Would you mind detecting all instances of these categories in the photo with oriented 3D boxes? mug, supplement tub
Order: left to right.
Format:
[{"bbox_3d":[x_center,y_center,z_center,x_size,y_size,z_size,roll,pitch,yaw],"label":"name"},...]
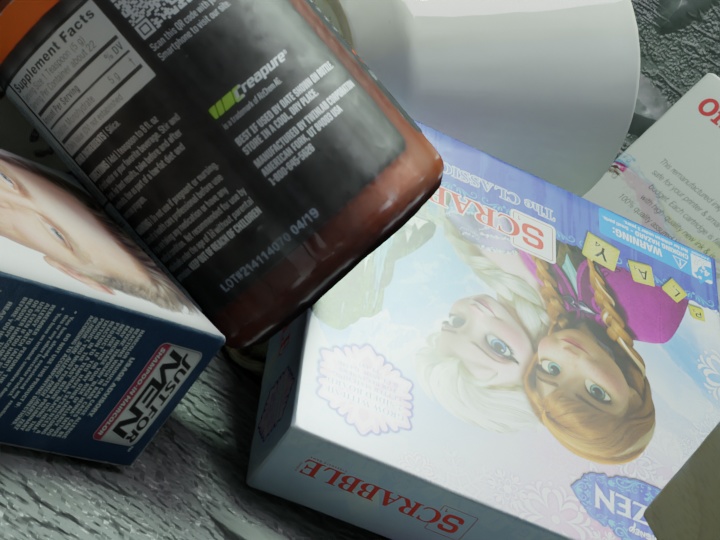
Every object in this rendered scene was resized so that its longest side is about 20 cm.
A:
[{"bbox_3d":[-0.069,-0.077,0.676,0.200,0.107,0.107,50,10,-3],"label":"supplement tub"},{"bbox_3d":[0.018,-0.108,0.921,0.153,0.150,0.187,-5,36,-40],"label":"mug"}]

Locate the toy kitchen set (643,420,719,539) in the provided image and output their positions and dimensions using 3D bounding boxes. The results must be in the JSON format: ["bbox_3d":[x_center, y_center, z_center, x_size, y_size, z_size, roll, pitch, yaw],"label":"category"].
[{"bbox_3d":[0.198,0.145,0.652,0.180,0.200,0.163,34,12,-17],"label":"toy kitchen set"}]

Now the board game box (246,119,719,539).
[{"bbox_3d":[0.060,0.037,0.784,0.200,0.041,0.200,23,42,-16],"label":"board game box"}]

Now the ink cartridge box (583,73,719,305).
[{"bbox_3d":[0.205,0.020,1.135,0.147,0.200,0.146,47,0,42],"label":"ink cartridge box"}]

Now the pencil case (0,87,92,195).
[{"bbox_3d":[-0.127,-0.047,0.749,0.200,0.078,0.089,32,9,-25],"label":"pencil case"}]

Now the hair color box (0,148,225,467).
[{"bbox_3d":[-0.140,-0.004,0.570,0.100,0.061,0.200,44,12,31],"label":"hair color box"}]

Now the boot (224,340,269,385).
[{"bbox_3d":[0.024,0.052,0.839,0.155,0.072,0.200,28,9,-43],"label":"boot"}]
